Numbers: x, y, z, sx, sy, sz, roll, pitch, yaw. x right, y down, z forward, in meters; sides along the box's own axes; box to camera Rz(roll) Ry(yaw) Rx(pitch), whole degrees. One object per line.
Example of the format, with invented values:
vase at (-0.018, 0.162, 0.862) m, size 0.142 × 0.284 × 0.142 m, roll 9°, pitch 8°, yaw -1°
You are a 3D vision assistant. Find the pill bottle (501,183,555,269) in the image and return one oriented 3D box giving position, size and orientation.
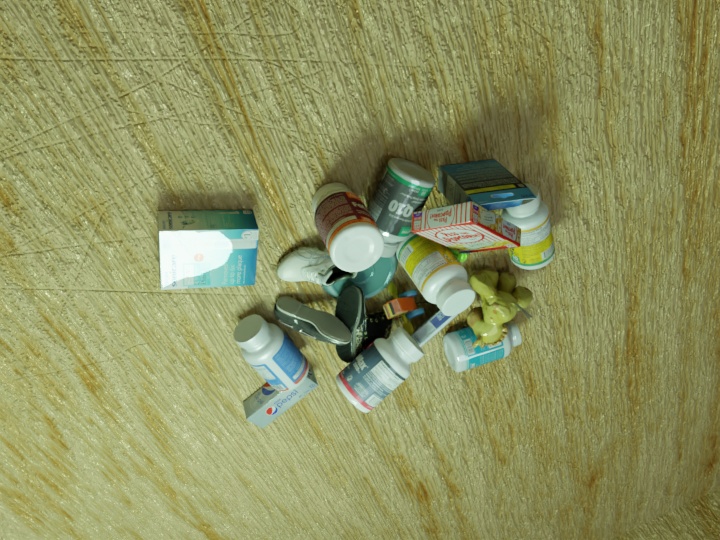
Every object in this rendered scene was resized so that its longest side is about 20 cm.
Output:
pill bottle at (0.405, -0.108, 1.538) m, size 0.113 × 0.113 × 0.200 m, roll -25°, pitch 130°, yaw -1°

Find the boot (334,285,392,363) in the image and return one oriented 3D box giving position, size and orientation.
boot at (0.013, 0.115, 1.564) m, size 0.154 × 0.073 × 0.204 m, roll -20°, pitch 124°, yaw -44°

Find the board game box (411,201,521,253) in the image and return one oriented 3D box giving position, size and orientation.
board game box at (0.229, -0.088, 1.359) m, size 0.151 × 0.046 × 0.200 m, roll -7°, pitch 162°, yaw 43°

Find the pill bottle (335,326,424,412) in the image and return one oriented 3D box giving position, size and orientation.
pill bottle at (0.050, 0.233, 1.516) m, size 0.200 × 0.120 × 0.120 m, roll -43°, pitch 128°, yaw 5°

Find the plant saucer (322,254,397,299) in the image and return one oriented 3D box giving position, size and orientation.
plant saucer at (0.000, 0.000, 1.522) m, size 0.200 × 0.027 × 0.200 m, roll -10°, pitch 127°, yaw -14°

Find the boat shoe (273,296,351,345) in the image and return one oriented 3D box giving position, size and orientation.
boat shoe at (-0.115, 0.128, 1.508) m, size 0.200 × 0.067 × 0.057 m, roll 27°, pitch 137°, yaw 4°

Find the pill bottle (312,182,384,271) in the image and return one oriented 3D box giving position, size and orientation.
pill bottle at (-0.033, -0.097, 1.326) m, size 0.114 × 0.200 × 0.114 m, roll -11°, pitch 128°, yaw -14°

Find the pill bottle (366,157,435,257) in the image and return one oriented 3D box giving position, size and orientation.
pill bottle at (0.074, -0.136, 1.393) m, size 0.113 × 0.113 × 0.200 m, roll 11°, pitch 120°, yaw -27°

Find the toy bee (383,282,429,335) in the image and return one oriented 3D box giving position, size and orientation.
toy bee at (0.112, 0.102, 1.588) m, size 0.109 × 0.131 × 0.200 m, roll -30°, pitch 146°, yaw 34°

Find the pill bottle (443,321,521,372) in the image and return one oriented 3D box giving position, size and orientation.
pill bottle at (0.337, 0.201, 1.741) m, size 0.200 × 0.111 × 0.111 m, roll -16°, pitch 129°, yaw -9°

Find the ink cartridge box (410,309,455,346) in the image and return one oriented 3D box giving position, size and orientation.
ink cartridge box at (0.191, 0.143, 1.643) m, size 0.200 × 0.041 × 0.200 m, roll -43°, pitch 170°, yaw 11°

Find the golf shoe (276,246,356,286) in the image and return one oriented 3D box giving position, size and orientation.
golf shoe at (-0.096, -0.004, 1.414) m, size 0.200 × 0.097 × 0.078 m, roll -14°, pitch 128°, yaw 11°

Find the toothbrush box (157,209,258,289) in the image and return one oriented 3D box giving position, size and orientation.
toothbrush box at (-0.322, -0.045, 1.330) m, size 0.200 × 0.085 × 0.147 m, roll -1°, pitch 125°, yaw -18°

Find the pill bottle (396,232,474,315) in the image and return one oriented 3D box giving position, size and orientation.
pill bottle at (0.175, 0.004, 1.457) m, size 0.113 × 0.200 × 0.113 m, roll -19°, pitch 140°, yaw -17°

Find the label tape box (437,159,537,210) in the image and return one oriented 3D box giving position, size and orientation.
label tape box at (0.273, -0.172, 1.384) m, size 0.143 × 0.200 × 0.066 m, roll -9°, pitch 126°, yaw -14°

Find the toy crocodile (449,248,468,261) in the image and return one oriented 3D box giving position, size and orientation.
toy crocodile at (0.229, -0.069, 1.539) m, size 0.068 × 0.062 × 0.200 m, roll -38°, pitch 141°, yaw -46°

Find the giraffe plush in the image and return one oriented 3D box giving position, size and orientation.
giraffe plush at (0.342, 0.113, 1.624) m, size 0.172 × 0.200 × 0.162 m, roll 8°, pitch 126°, yaw -23°

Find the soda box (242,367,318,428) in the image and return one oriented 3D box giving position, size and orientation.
soda box at (-0.211, 0.324, 1.655) m, size 0.200 × 0.063 × 0.068 m, roll -39°, pitch 130°, yaw 10°

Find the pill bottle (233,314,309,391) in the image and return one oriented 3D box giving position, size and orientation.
pill bottle at (-0.218, 0.197, 1.529) m, size 0.112 × 0.112 × 0.200 m, roll -31°, pitch 130°, yaw 3°
